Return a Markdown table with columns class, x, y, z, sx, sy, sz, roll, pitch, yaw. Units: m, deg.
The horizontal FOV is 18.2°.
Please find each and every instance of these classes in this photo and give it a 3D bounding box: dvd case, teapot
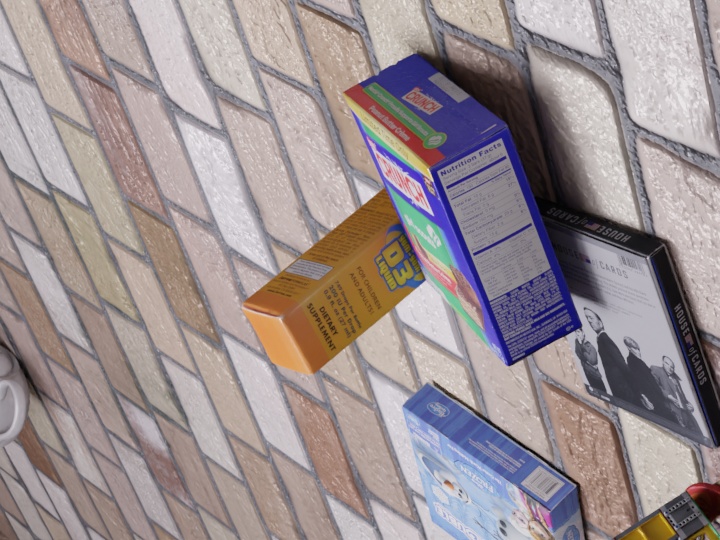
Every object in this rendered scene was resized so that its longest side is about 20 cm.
| class | x | y | z | sx | sy | sz | roll | pitch | yaw |
| --- | --- | --- | --- | --- | --- | --- | --- | --- | --- |
| dvd case | 0.209 | 0.041 | 1.781 | 0.150 | 0.025 | 0.200 | 24 | 145 | 48 |
| teapot | -0.572 | 0.165 | 3.331 | 0.200 | 0.197 | 0.146 | 21 | 115 | 0 |

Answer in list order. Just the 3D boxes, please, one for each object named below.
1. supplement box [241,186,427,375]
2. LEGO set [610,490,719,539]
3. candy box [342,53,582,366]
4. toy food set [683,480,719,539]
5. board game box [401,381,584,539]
| class | x | y | z | sx | sy | sz | roll | pitch | yaw |
| --- | --- | --- | --- | --- | --- | --- | --- | --- | --- |
| supplement box | 0.000 | 0.000 | 1.885 | 0.069 | 0.200 | 0.067 | 11 | 136 | 53 |
| LEGO set | 0.248 | 0.280 | 1.838 | 0.154 | 0.116 | 0.200 | 56 | 169 | 13 |
| candy box | 0.081 | -0.049 | 1.768 | 0.169 | 0.077 | 0.200 | 47 | 163 | 57 |
| toy food set | 0.343 | 0.247 | 1.819 | 0.198 | 0.049 | 0.200 | 55 | 158 | -10 |
| board game box | 0.136 | 0.229 | 2.199 | 0.200 | 0.043 | 0.199 | 34 | 154 | 35 |
